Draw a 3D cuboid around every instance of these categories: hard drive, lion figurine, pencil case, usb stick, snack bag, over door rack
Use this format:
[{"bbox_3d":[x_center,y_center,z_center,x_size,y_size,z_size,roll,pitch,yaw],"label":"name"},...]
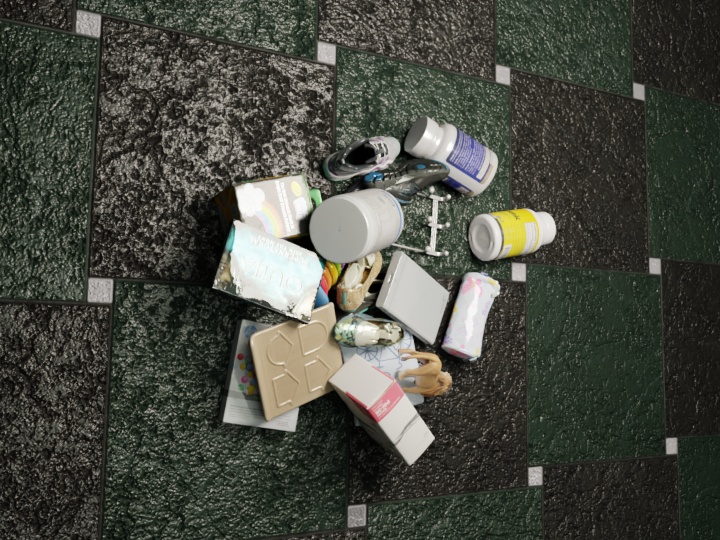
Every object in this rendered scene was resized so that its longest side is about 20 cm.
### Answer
[{"bbox_3d":[0.119,0.063,1.548,0.200,0.027,0.133,38,64,-42],"label":"hard drive"},{"bbox_3d":[0.140,0.219,1.493,0.121,0.200,0.073,-1,66,2],"label":"lion figurine"},{"bbox_3d":[0.256,0.106,1.624,0.090,0.083,0.201,21,76,-2],"label":"pencil case"},{"bbox_3d":[-0.041,-0.130,1.511,0.200,0.033,0.056,-44,124,-20],"label":"usb stick"},{"bbox_3d":[0.051,0.222,1.542,0.187,0.021,0.202,-14,95,-27],"label":"snack bag"},{"bbox_3d":[0.120,-0.116,1.584,0.199,0.066,0.149,9,80,-27],"label":"over door rack"}]

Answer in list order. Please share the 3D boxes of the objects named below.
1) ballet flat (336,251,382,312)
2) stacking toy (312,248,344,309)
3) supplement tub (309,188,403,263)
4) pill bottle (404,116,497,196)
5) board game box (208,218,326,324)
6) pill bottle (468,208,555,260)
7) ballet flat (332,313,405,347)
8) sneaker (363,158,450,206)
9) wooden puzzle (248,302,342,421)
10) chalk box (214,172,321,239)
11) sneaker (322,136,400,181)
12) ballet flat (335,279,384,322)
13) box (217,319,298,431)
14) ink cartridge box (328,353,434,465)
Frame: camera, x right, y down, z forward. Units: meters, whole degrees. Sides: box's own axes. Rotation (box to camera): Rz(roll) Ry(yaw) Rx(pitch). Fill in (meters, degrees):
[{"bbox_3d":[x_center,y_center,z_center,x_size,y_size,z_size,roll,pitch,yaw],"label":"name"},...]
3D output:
[{"bbox_3d":[0.000,0.000,1.469,0.201,0.070,0.066,-70,160,-46],"label":"ballet flat"},{"bbox_3d":[-0.072,-0.014,1.465,0.200,0.116,0.110,-43,106,-36],"label":"stacking toy"},{"bbox_3d":[-0.004,-0.092,1.400,0.200,0.131,0.133,-24,98,-64],"label":"supplement tub"},{"bbox_3d":[0.205,-0.266,1.613,0.199,0.119,0.120,28,73,-23],"label":"pill bottle"},{"bbox_3d":[-0.168,0.005,1.299,0.199,0.028,0.136,22,71,-24],"label":"board game box"},{"bbox_3d":[0.368,-0.090,1.688,0.199,0.111,0.112,-9,89,-29],"label":"pill bottle"},{"bbox_3d":[0.026,0.126,1.438,0.199,0.074,0.075,2,84,-53],"label":"ballet flat"},{"bbox_3d":[0.102,-0.189,1.532,0.198,0.073,0.082,-14,122,-12],"label":"sneaker"},{"bbox_3d":[-0.125,0.174,1.374,0.199,0.046,0.187,-23,117,-33],"label":"wooden puzzle"},{"bbox_3d":[-0.170,-0.116,1.402,0.199,0.124,0.126,-12,90,-29],"label":"chalk box"},{"bbox_3d":[0.028,-0.250,1.506,0.199,0.140,0.078,-28,98,-26],"label":"sneaker"},{"bbox_3d":[0.004,0.062,1.513,0.199,0.068,0.069,-20,85,-38],"label":"ballet flat"},{"bbox_3d":[-0.189,0.211,1.406,0.155,0.041,0.202,15,77,-26],"label":"box"},{"bbox_3d":[0.044,0.282,1.416,0.083,0.146,0.201,-44,125,-17],"label":"ink cartridge box"}]
